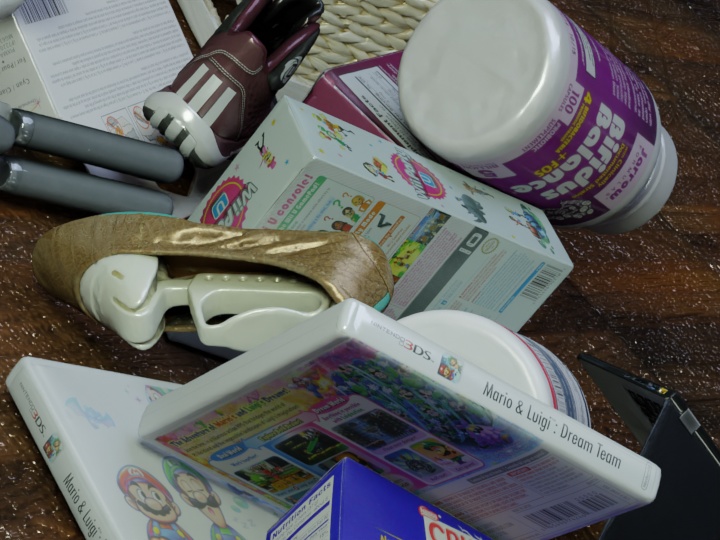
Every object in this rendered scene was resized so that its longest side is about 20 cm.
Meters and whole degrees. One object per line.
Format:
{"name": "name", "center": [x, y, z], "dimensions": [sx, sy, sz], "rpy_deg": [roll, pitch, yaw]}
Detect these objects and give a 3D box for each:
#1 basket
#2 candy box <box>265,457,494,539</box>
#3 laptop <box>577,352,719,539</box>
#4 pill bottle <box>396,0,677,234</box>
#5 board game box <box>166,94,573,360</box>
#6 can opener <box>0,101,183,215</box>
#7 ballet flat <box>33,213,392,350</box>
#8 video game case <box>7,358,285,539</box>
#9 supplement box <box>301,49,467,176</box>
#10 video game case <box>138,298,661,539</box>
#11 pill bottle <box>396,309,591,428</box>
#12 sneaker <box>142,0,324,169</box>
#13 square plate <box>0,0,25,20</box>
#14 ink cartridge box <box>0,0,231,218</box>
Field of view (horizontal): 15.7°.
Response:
{"name": "basket", "center": [-0.017, -0.194, 1.881], "dimensions": [0.200, 0.123, 0.136], "rpy_deg": [19, 31, -40]}
{"name": "candy box", "center": [0.034, 0.213, 1.227], "dimensions": [0.169, 0.077, 0.200], "rpy_deg": [31, 39, -24]}
{"name": "laptop", "center": [0.187, 0.171, 1.582], "dimensions": [0.187, 0.116, 0.200], "rpy_deg": [53, -11, -21]}
{"name": "pill bottle", "center": [0.116, -0.090, 1.590], "dimensions": [0.200, 0.112, 0.112], "rpy_deg": [29, 21, -54]}
{"name": "board game box", "center": [0.000, 0.000, 1.525], "dimensions": [0.200, 0.148, 0.064], "rpy_deg": [22, 30, -35]}
{"name": "can opener", "center": [-0.184, -0.063, 1.469], "dimensions": [0.200, 0.053, 0.066], "rpy_deg": [14, 3, -40]}
{"name": "ballet flat", "center": [-0.084, 0.013, 1.375], "dimensions": [0.199, 0.068, 0.072], "rpy_deg": [5, 37, 9]}
{"name": "video game case", "center": [-0.067, 0.126, 1.334], "dimensions": [0.200, 0.024, 0.182], "rpy_deg": [13, 34, -45]}
{"name": "supplement box", "center": [0.015, -0.061, 1.678], "dimensions": [0.103, 0.131, 0.200], "rpy_deg": [45, 25, 10]}
{"name": "video game case", "center": [0.015, 0.087, 1.259], "dimensions": [0.182, 0.200, 0.024], "rpy_deg": [29, 60, -22]}
{"name": "pill bottle", "center": [0.065, 0.090, 1.458], "dimensions": [0.120, 0.120, 0.200], "rpy_deg": [45, 5, 15]}
{"name": "sneaker", "center": [-0.058, -0.126, 1.604], "dimensions": [0.076, 0.116, 0.200], "rpy_deg": [42, 14, -1]}
{"name": "square plate", "center": [-0.282, -0.104, 1.295], "dimensions": [0.200, 0.198, 0.029], "rpy_deg": [-29, 104, -65]}
{"name": "ink cartridge box", "center": [-0.156, -0.107, 1.624], "dimensions": [0.177, 0.045, 0.200], "rpy_deg": [65, 25, -3]}
